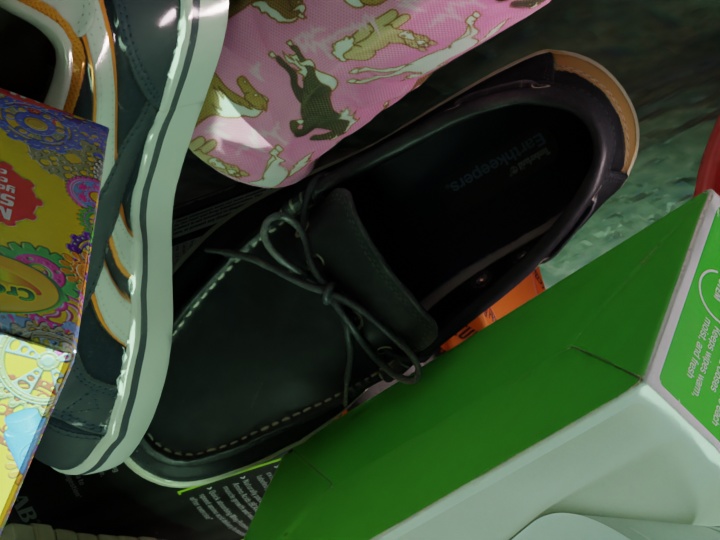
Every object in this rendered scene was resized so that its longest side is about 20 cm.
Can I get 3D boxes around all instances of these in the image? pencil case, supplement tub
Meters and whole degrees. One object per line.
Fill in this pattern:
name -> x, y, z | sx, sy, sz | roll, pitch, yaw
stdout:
pencil case -> 0.022, -0.099, 0.830 | 0.200, 0.083, 0.086 | -32, 151, 33
supplement tub -> -0.039, 0.032, 0.995 | 0.199, 0.123, 0.123 | -18, 148, 17

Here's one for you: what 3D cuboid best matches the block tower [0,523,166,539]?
block tower -> -0.063, 0.128, 0.980 | 0.054, 0.058, 0.200 | -27, 154, 33

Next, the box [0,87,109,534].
box -> -0.194, 0.033, 0.745 | 0.199, 0.122, 0.193 | 20, 118, -11

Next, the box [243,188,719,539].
box -> 0.086, 0.101, 0.870 | 0.176, 0.097, 0.200 | 45, 130, -16

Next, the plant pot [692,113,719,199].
plant pot -> 0.224, 0.013, 0.979 | 0.200, 0.201, 0.177 | -15, 159, 11

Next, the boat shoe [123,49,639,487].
boat shoe -> 0.000, 0.000, 0.888 | 0.200, 0.075, 0.062 | -34, -176, 8

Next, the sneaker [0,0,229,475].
sneaker -> -0.099, -0.021, 0.843 | 0.079, 0.078, 0.201 | -12, 129, -32
